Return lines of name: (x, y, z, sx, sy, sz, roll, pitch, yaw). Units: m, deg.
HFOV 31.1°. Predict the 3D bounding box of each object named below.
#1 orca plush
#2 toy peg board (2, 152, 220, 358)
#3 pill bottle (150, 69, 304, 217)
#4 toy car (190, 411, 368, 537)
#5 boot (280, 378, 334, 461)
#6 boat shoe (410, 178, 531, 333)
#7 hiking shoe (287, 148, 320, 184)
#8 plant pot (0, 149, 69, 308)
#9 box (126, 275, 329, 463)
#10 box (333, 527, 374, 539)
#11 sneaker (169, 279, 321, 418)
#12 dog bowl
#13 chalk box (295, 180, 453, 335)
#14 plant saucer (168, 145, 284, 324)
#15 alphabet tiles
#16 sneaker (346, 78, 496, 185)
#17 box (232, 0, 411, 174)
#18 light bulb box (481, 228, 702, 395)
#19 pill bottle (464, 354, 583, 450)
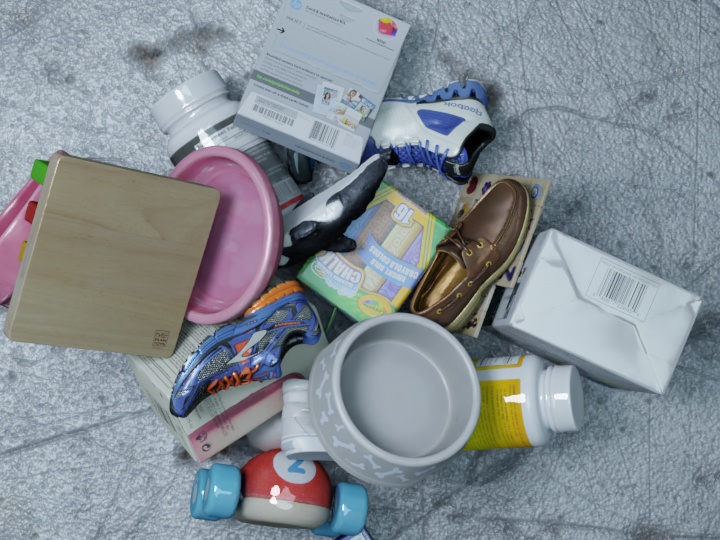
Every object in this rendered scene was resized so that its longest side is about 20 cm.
orca plush: (-0.026, -0.057, 1.481, 0.200, 0.105, 0.071, -42, 110, -9)
toy peg board: (-0.284, -0.022, 1.407, 0.200, 0.098, 0.199, 11, 101, -40)
pill bottle: (-0.161, -0.131, 1.557, 0.114, 0.114, 0.200, -32, 90, -4)
toy car: (-0.090, 0.205, 1.536, 0.184, 0.177, 0.200, 10, 75, -14)
boot: (0.001, 0.169, 1.482, 0.200, 0.074, 0.096, 10, 67, -32)
boat shoe: (0.126, -0.018, 1.489, 0.072, 0.068, 0.200, 38, 101, 38)
hiking shoe: (-0.039, -0.200, 1.586, 0.087, 0.074, 0.200, 11, 88, -3)
plant pot: (-0.340, -0.011, 1.513, 0.179, 0.200, 0.200, 39, 86, -17)
box: (-0.148, 0.107, 1.502, 0.200, 0.128, 0.109, -31, 125, -18)
box: (-0.049, 0.415, 1.591, 0.200, 0.032, 0.121, -32, 90, -5)
sneaker: (-0.122, 0.093, 1.386, 0.200, 0.075, 0.078, -40, 79, -19)
dog bowl: (0.044, 0.138, 1.437, 0.200, 0.059, 0.200, 8, 65, -17)
chalk box: (0.000, 0.000, 1.560, 0.124, 0.124, 0.200, 37, 85, -3)
plant saucer: (-0.156, -0.039, 1.458, 0.051, 0.200, 0.201, 4, 84, -49)
alphabet tiles: (0.144, -0.020, 1.553, 0.008, 0.167, 0.200, 23, 85, -30)
sneaker: (0.078, -0.154, 1.566, 0.199, 0.081, 0.115, -20, 52, -4)
box: (-0.044, -0.233, 1.535, 0.156, 0.041, 0.200, 22, 70, -7)
light bulb box: (0.267, 0.052, 1.538, 0.198, 0.200, 0.125, 25, 85, -3)
pill bottle: (0.160, 0.158, 1.542, 0.200, 0.109, 0.109, -6, 89, 21)
